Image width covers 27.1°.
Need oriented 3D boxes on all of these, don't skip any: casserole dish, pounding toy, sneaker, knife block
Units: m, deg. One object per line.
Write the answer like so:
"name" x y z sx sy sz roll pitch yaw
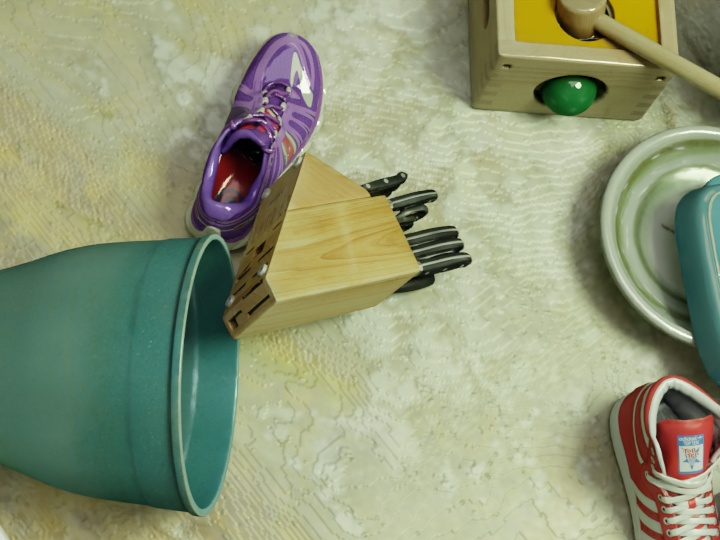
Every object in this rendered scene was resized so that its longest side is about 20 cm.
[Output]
"casserole dish" 0.325 0.008 1.210 0.120 0.039 0.201 -3 72 -11
"pounding toy" 0.196 -0.212 1.264 0.183 0.142 0.201 3 70 -8
"sneaker" 0.254 0.178 1.149 0.071 0.113 0.201 -14 73 -14
"knife block" 0.000 0.000 1.154 0.175 0.064 0.201 32 45 -18
"sneaker" -0.078 -0.111 1.212 0.080 0.083 0.201 20 67 -2

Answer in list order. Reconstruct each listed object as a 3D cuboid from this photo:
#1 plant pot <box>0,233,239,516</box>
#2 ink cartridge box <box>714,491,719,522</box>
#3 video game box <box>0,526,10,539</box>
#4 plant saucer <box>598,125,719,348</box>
"plant pot" -0.197 0.072 1.076 0.187 0.200 0.201 1 69 6
"ink cartridge box" 0.395 0.170 1.158 0.199 0.148 0.086 -15 73 -16
"video game box" -0.275 0.173 1.023 0.047 0.182 0.200 -34 79 -15
"plant saucer" 0.292 -0.022 1.262 0.199 0.050 0.201 3 70 -9
